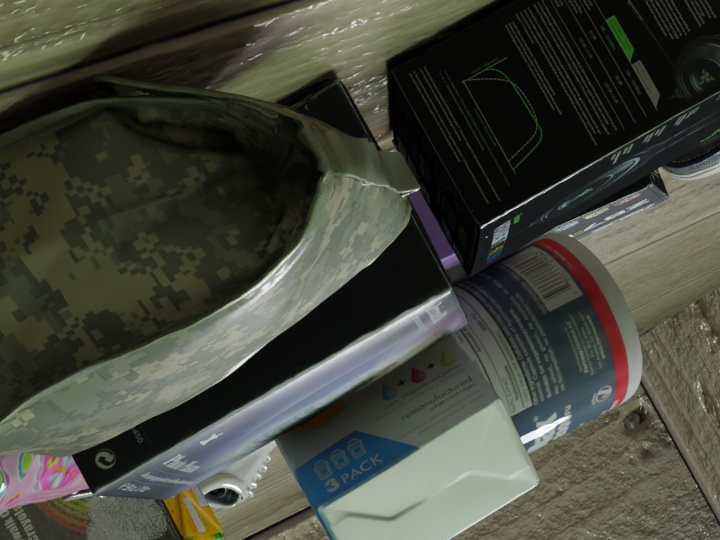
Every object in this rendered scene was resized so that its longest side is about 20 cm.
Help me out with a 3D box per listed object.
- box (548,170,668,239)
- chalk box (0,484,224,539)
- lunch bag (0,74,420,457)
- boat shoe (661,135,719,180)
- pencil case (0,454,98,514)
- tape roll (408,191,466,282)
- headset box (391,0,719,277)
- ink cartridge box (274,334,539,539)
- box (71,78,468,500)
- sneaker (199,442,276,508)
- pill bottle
[{"bbox_3d":[0.112,-0.035,1.647,0.199,0.049,0.161,-24,175,9],"label":"box"},{"bbox_3d":[-0.216,0.181,1.626,0.199,0.125,0.124,-29,172,7],"label":"chalk box"},{"bbox_3d":[-0.082,-0.011,0.944,0.199,0.118,0.164,-26,172,10],"label":"lunch bag"},{"bbox_3d":[0.239,-0.125,1.544,0.092,0.075,0.200,-15,154,-46],"label":"boat shoe"},{"bbox_3d":[-0.194,0.098,1.339,0.087,0.088,0.200,-32,171,19],"label":"pencil case"},{"bbox_3d":[0.000,0.000,1.476,0.199,0.066,0.200,-29,173,-4],"label":"tape roll"},{"bbox_3d":[0.122,-0.094,1.219,0.199,0.093,0.174,-29,172,-4],"label":"headset box"},{"bbox_3d":[0.005,0.074,1.318,0.115,0.068,0.200,-31,-148,-4],"label":"ink cartridge box"},{"bbox_3d":[-0.058,0.018,1.185,0.197,0.124,0.200,-31,173,2],"label":"box"},{"bbox_3d":[-0.117,0.174,2.104,0.199,0.071,0.073,-23,170,-37],"label":"sneaker"},{"bbox_3d":[0.064,0.069,1.467,0.199,0.120,0.120,-26,171,-20],"label":"pill bottle"}]
